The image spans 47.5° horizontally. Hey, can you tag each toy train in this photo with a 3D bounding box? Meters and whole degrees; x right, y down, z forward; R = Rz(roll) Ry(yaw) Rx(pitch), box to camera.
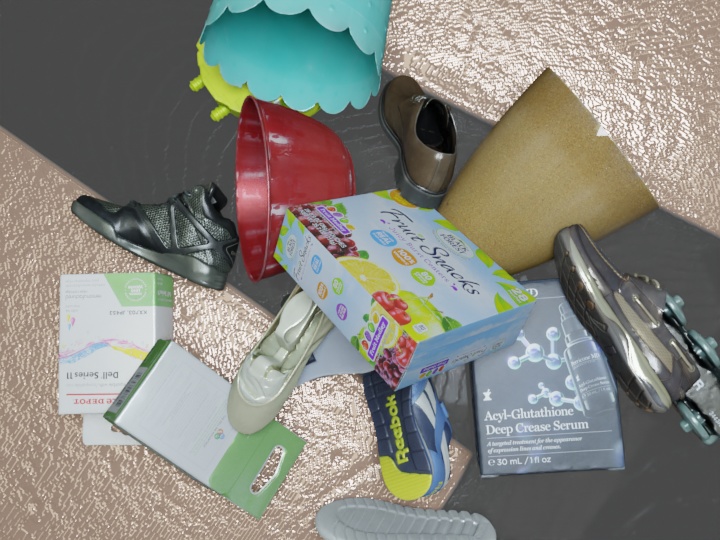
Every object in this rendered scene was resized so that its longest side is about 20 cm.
[{"bbox_3d":[0.334,0.097,0.868,0.085,0.114,0.200,-39,82,7],"label":"toy train"}]

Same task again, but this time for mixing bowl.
[{"bbox_3d":[-0.070,-0.090,0.897,0.108,0.200,0.201,-3,85,-17],"label":"mixing bowl"}]

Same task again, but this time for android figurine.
[{"bbox_3d":[-0.110,-0.257,0.974,0.200,0.041,0.182,-38,84,-1],"label":"android figurine"}]

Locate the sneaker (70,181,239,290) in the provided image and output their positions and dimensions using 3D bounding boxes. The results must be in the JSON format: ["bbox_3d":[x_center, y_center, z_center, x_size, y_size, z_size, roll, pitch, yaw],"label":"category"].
[{"bbox_3d":[-0.231,-0.064,0.955,0.199,0.076,0.115,23,86,4],"label":"sneaker"}]

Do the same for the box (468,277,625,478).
[{"bbox_3d":[0.193,0.112,0.884,0.148,0.107,0.201,-5,84,6],"label":"box"}]

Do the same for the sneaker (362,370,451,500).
[{"bbox_3d":[0.056,0.156,0.916,0.074,0.082,0.201,-19,64,30],"label":"sneaker"}]

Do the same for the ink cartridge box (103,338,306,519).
[{"bbox_3d":[-0.169,0.176,0.906,0.200,0.059,0.104,41,68,-20],"label":"ink cartridge box"}]

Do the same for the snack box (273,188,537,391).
[{"bbox_3d":[0.041,0.007,0.793,0.200,0.168,0.068,47,132,31],"label":"snack box"}]

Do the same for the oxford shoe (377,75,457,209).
[{"bbox_3d":[0.071,-0.162,0.894,0.072,0.085,0.201,8,42,-22],"label":"oxford shoe"}]

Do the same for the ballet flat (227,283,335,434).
[{"bbox_3d":[-0.085,0.083,0.859,0.069,0.069,0.200,33,89,7],"label":"ballet flat"}]

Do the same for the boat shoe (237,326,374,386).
[{"bbox_3d":[-0.043,0.087,0.926,0.199,0.065,0.074,-15,100,8],"label":"boat shoe"}]

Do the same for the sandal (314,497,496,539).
[{"bbox_3d":[0.047,0.300,0.904,0.201,0.083,0.050,5,111,6],"label":"sandal"}]

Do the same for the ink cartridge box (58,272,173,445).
[{"bbox_3d":[-0.282,0.105,0.948,0.116,0.067,0.201,-2,85,4],"label":"ink cartridge box"}]

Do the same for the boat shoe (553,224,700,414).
[{"bbox_3d":[0.259,0.039,0.799,0.073,0.074,0.201,-29,88,-6],"label":"boat shoe"}]

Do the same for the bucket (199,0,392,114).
[{"bbox_3d":[-0.061,-0.271,0.859,0.206,0.207,0.135,10,75,6],"label":"bucket"}]

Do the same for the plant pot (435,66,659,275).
[{"bbox_3d":[0.180,-0.081,0.880,0.200,0.186,0.187,-38,83,16],"label":"plant pot"}]

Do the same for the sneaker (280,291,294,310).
[{"bbox_3d":[0.000,0.000,0.937,0.199,0.076,0.091,-20,72,0],"label":"sneaker"}]
